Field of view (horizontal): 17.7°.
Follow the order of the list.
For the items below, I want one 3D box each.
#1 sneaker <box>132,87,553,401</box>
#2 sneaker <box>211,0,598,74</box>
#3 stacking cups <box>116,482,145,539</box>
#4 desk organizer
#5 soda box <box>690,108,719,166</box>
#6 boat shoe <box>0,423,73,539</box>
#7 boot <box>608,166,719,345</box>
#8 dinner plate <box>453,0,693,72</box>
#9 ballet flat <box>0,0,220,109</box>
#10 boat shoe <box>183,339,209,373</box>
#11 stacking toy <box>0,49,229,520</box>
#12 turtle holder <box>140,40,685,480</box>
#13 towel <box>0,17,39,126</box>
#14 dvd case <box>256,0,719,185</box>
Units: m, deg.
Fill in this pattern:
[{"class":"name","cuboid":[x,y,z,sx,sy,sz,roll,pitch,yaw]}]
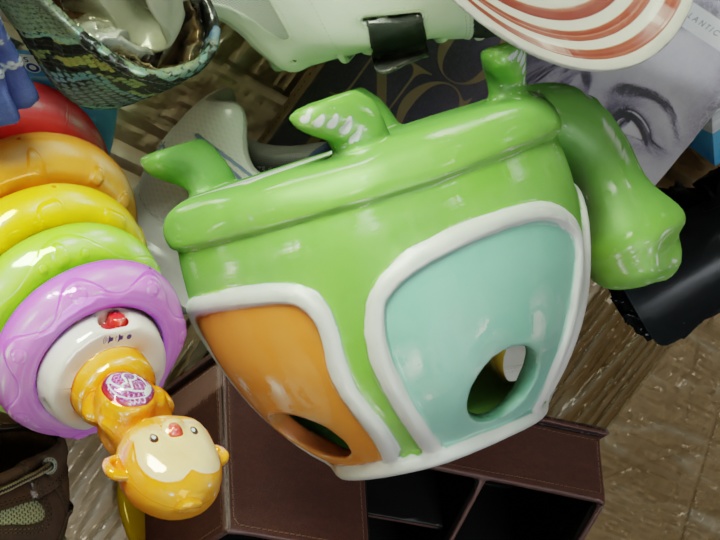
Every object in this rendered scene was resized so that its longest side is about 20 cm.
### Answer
[{"class":"sneaker","cuboid":[0.000,0.000,0.916,0.200,0.075,0.087,26,105,-20]},{"class":"sneaker","cuboid":[0.002,-0.111,0.862,0.200,0.074,0.089,11,134,-18]},{"class":"stacking cups","cuboid":[-0.011,0.077,1.044,0.200,0.061,0.061,-24,136,-30]},{"class":"desk organizer","cuboid":[0.009,0.097,0.970,0.200,0.077,0.072,14,149,-31]},{"class":"soda box","cuboid":[0.153,-0.145,0.992,0.068,0.064,0.200,-32,139,-17]},{"class":"boat shoe","cuboid":[-0.196,0.085,0.880,0.202,0.075,0.075,1,108,-50]},{"class":"boot","cuboid":[0.197,-0.038,1.113,0.168,0.076,0.200,-28,-176,17]},{"class":"dinner plate","cuboid":[0.051,-0.161,0.820,0.200,0.200,0.024,7,157,-45]},{"class":"ballet flat","cuboid":[-0.107,-0.128,0.751,0.074,0.074,0.200,-44,137,-3]},{"class":"boat shoe","cuboid":[0.015,0.018,1.008,0.200,0.062,0.073,-30,141,-18]},{"class":"stacking toy","cuboid":[-0.104,0.017,0.789,0.116,0.200,0.110,-4,126,-35]},{"class":"turtle holder","cuboid":[0.021,-0.004,0.834,0.185,0.141,0.132,-24,97,-59]},{"class":"towel","cuboid":[-0.196,-0.103,0.706,0.145,0.024,0.200,-13,138,5]},{"class":"dvd case","cuboid":[0.051,-0.058,0.938,0.149,0.016,0.200,30,110,-20]}]
